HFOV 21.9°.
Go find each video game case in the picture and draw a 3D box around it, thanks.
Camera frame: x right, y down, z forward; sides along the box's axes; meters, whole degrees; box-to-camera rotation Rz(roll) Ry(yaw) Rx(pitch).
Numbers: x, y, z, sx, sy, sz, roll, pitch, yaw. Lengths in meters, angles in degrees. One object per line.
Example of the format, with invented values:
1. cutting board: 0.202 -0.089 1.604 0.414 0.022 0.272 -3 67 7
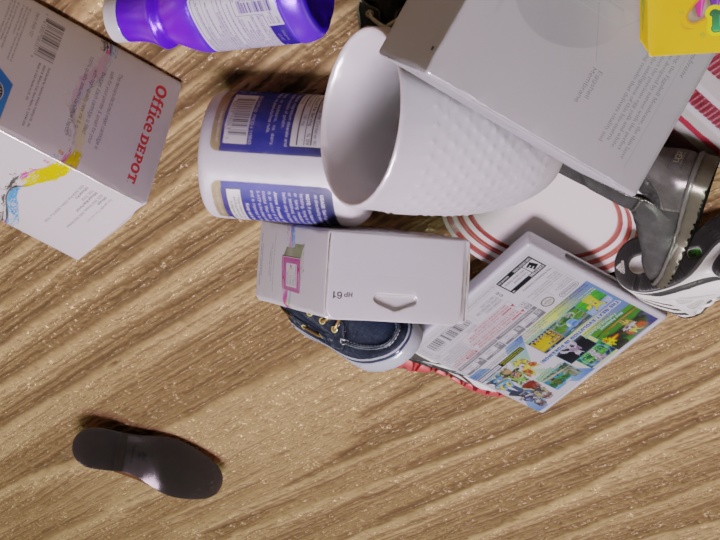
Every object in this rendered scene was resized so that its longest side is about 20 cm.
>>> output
1. video game case: 0.177 0.056 1.891 0.182 0.022 0.200 26 132 -24

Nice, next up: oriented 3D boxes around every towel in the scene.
1. towel: 0.287 -0.155 1.547 0.144 0.023 0.200 39 155 -11

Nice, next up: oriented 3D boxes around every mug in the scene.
1. mug: 0.082 -0.141 1.529 0.175 0.148 0.201 5 113 -27

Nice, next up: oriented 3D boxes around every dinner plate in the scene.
1. dinner plate: 0.176 -0.054 1.800 0.199 0.024 0.201 9 147 6

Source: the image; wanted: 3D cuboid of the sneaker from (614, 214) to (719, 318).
1. sneaker: 0.351 -0.005 1.791 0.199 0.076 0.115 -7 163 17

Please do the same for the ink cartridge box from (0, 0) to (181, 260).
1. ink cartridge box: -0.296 -0.134 1.734 0.199 0.148 0.145 29 145 -22

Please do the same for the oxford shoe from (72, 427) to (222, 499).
1. oxford shoe: -0.273 0.241 2.396 0.199 0.072 0.071 20 175 -10

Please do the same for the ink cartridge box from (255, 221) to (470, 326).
1. ink cartridge box: 0.000 0.000 1.779 0.144 0.085 0.200 3 -176 -22

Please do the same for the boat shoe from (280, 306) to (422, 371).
1. boat shoe: -0.027 0.043 1.929 0.200 0.071 0.091 16 158 50

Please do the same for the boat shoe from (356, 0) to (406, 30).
1. boat shoe: 0.033 -0.215 1.567 0.070 0.064 0.200 6 147 12

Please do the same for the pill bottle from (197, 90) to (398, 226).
1. pill bottle: -0.039 -0.102 1.716 0.199 0.120 0.120 5 147 14

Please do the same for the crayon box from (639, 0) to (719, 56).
1. crayon box: 0.297 -0.245 1.311 0.199 0.058 0.174 -3 105 2

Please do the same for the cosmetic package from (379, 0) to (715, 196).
1. cosmetic package: 0.157 -0.196 1.405 0.199 0.200 0.123 28 -176 -21

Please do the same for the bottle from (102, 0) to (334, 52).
1. bottle: -0.125 -0.228 1.604 0.199 0.066 0.084 -3 144 24

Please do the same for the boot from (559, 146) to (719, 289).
1. boot: 0.208 -0.083 1.655 0.199 0.073 0.182 21 139 11

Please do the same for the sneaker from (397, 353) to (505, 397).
1. sneaker: 0.114 0.078 1.981 0.199 0.071 0.098 16 149 -2
